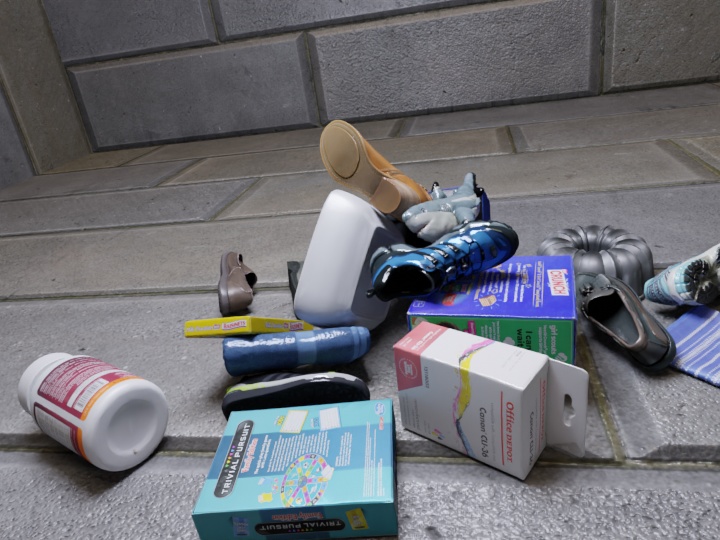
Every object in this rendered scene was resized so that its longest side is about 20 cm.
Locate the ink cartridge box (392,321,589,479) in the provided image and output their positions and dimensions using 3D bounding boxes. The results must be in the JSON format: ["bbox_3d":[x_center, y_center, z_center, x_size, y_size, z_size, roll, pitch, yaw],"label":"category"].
[{"bbox_3d":[0.137,0.142,0.591,0.199,0.118,0.067,12,30,39],"label":"ink cartridge box"}]

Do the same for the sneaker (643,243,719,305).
[{"bbox_3d":[0.502,0.007,0.812,0.198,0.079,0.086,-9,-6,-31],"label":"sneaker"}]

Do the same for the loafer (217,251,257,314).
[{"bbox_3d":[-0.234,0.024,1.044,0.070,0.074,0.200,-2,28,-10],"label":"loafer"}]

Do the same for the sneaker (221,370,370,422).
[{"bbox_3d":[-0.085,0.151,0.701,0.197,0.073,0.083,-5,23,8],"label":"sneaker"}]

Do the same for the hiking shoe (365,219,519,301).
[{"bbox_3d":[0.107,-0.002,0.693,0.198,0.075,0.087,-16,30,14],"label":"hiking shoe"}]

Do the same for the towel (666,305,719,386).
[{"bbox_3d":[0.480,0.106,0.668,0.144,0.024,0.199,-23,28,-27],"label":"towel"}]

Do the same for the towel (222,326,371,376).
[{"bbox_3d":[-0.089,0.112,0.745,0.197,0.049,0.112,-4,-13,-11],"label":"towel"}]

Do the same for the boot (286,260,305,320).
[{"bbox_3d":[-0.063,0.023,0.987,0.129,0.068,0.200,-6,25,-9],"label":"boot"}]

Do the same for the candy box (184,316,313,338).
[{"bbox_3d":[-0.154,0.085,0.792,0.101,0.027,0.200,-9,-10,17],"label":"candy box"}]

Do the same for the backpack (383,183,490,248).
[{"bbox_3d":[0.128,-0.045,0.952,0.198,0.165,0.168,-3,-14,21],"label":"backpack"}]

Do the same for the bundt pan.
[{"bbox_3d":[0.388,-0.019,0.909,0.199,0.077,0.202,-8,25,4],"label":"bundt pan"}]

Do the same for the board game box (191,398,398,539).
[{"bbox_3d":[-0.060,0.213,0.588,0.197,0.047,0.151,-6,25,6],"label":"board game box"}]

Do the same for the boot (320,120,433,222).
[{"bbox_3d":[0.033,-0.143,0.841,0.201,0.074,0.154,53,23,22],"label":"boot"}]

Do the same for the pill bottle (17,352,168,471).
[{"bbox_3d":[-0.349,0.172,0.697,0.198,0.111,0.109,10,30,35],"label":"pill bottle"}]

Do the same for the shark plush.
[{"bbox_3d":[0.135,-0.103,0.782,0.083,0.091,0.200,36,56,5],"label":"shark plush"}]

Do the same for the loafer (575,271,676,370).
[{"bbox_3d":[0.344,0.052,0.740,0.062,0.072,0.201,25,20,-24],"label":"loafer"}]

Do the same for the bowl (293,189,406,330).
[{"bbox_3d":[0.000,0.000,0.807,0.074,0.202,0.200,16,-5,27],"label":"bowl"}]

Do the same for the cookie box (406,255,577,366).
[{"bbox_3d":[0.179,0.049,0.717,0.198,0.076,0.171,-1,26,21],"label":"cookie box"}]
